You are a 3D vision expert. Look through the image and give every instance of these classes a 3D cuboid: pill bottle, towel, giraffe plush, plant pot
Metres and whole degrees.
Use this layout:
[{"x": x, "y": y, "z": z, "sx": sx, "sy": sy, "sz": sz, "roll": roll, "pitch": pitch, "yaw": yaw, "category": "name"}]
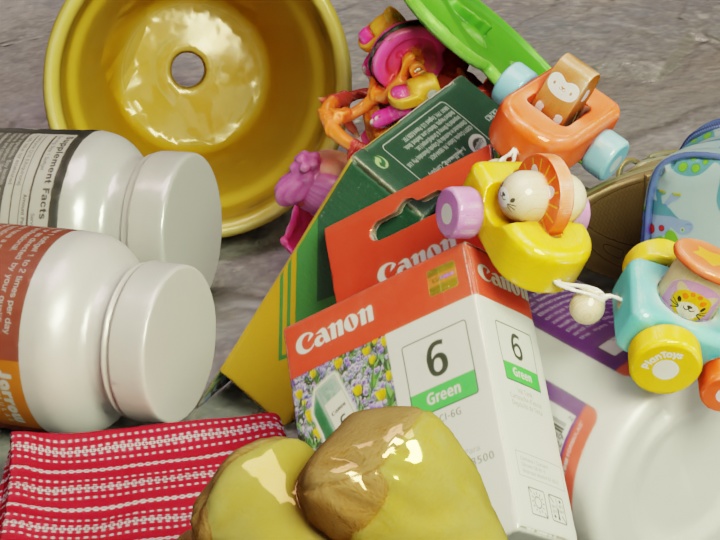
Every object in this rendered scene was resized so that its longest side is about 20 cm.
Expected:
[{"x": -0.193, "y": -0.028, "z": 1.125, "sx": 0.199, "sy": 0.117, "sz": 0.116, "roll": 3, "pitch": 26, "yaw": 17, "category": "pill bottle"}, {"x": -0.099, "y": 0.110, "z": 0.848, "sx": 0.144, "sy": 0.023, "sz": 0.200, "roll": -5, "pitch": 18, "yaw": -5, "category": "towel"}, {"x": 0.092, "y": 0.061, "z": 0.882, "sx": 0.111, "sy": 0.112, "sz": 0.200, "roll": -19, "pitch": 28, "yaw": -27, "category": "pill bottle"}, {"x": 0.001, "y": 0.172, "z": 0.653, "sx": 0.200, "sy": 0.173, "sz": 0.162, "roll": 33, "pitch": 42, "yaw": 0, "category": "giraffe plush"}, {"x": -0.115, "y": -0.132, "z": 1.264, "sx": 0.200, "sy": 0.201, "sz": 0.189, "roll": -8, "pitch": 10, "yaw": -7, "category": "plant pot"}, {"x": -0.186, "y": 0.031, "z": 1.001, "sx": 0.199, "sy": 0.112, "sz": 0.112, "roll": 5, "pitch": 27, "yaw": 22, "category": "pill bottle"}]

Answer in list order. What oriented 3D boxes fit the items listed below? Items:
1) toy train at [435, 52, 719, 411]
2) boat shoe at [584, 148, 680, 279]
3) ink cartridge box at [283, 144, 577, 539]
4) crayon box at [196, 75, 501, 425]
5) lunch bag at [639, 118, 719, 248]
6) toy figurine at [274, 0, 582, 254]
[{"x": 0.121, "y": -0.029, "z": 0.810, "sx": 0.200, "sy": 0.056, "sz": 0.150, "roll": 42, "pitch": 42, "yaw": 21, "category": "toy train"}, {"x": 0.206, "y": -0.039, "z": 1.133, "sx": 0.199, "sy": 0.074, "sz": 0.063, "roll": -9, "pitch": 17, "yaw": -22, "category": "boat shoe"}, {"x": 0.023, "y": 0.043, "z": 0.826, "sx": 0.109, "sy": 0.200, "sz": 0.050, "roll": -26, "pitch": -31, "yaw": 31, "category": "ink cartridge box"}, {"x": 0.000, "y": 0.000, "z": 1.000, "sx": 0.052, "sy": 0.200, "sz": 0.126, "roll": 40, "pitch": 38, "yaw": 8, "category": "crayon box"}, {"x": 0.235, "y": 0.015, "z": 0.898, "sx": 0.199, "sy": 0.161, "sz": 0.082, "roll": 7, "pitch": 18, "yaw": 22, "category": "lunch bag"}, {"x": 0.021, "y": -0.064, "z": 1.088, "sx": 0.200, "sy": 0.184, "sz": 0.150, "roll": 29, "pitch": 25, "yaw": -45, "category": "toy figurine"}]
